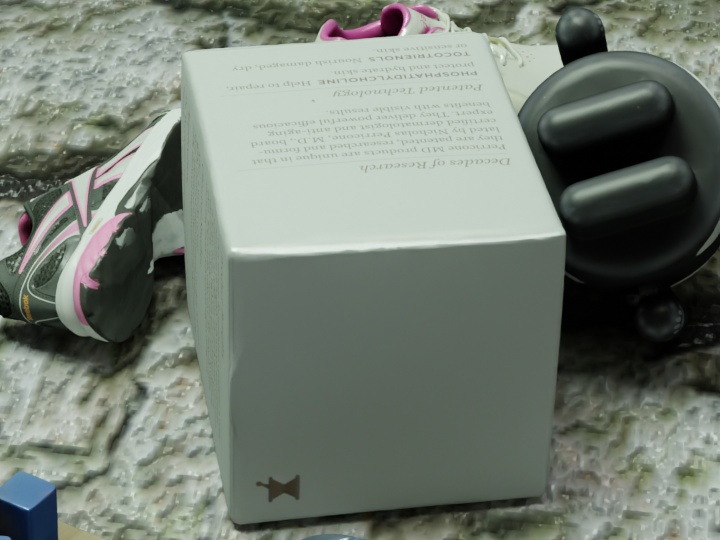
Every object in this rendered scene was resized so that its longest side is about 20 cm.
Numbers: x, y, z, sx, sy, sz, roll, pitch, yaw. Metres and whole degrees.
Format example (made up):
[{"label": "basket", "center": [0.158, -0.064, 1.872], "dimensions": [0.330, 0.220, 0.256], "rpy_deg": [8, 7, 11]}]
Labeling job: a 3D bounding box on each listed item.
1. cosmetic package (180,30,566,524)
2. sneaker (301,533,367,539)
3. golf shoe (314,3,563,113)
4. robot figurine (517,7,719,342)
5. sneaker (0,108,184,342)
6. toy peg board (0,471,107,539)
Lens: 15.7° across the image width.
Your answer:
[{"label": "cosmetic package", "center": [0.000, 0.000, 1.338], "dimensions": [0.166, 0.168, 0.200], "rpy_deg": [-4, 35, -9]}, {"label": "sneaker", "center": [0.018, 0.184, 1.156], "dimensions": [0.078, 0.066, 0.200], "rpy_deg": [-30, 45, -32]}, {"label": "golf shoe", "center": [0.055, -0.121, 1.591], "dimensions": [0.199, 0.092, 0.075], "rpy_deg": [-13, 35, -22]}, {"label": "robot figurine", "center": [0.141, -0.050, 1.408], "dimensions": [0.124, 0.151, 0.200], "rpy_deg": [23, -1, 10]}, {"label": "sneaker", "center": [-0.147, -0.033, 1.467], "dimensions": [0.086, 0.081, 0.200], "rpy_deg": [2, 27, 19]}, {"label": "toy peg board", "center": [-0.244, 0.127, 1.201], "dimensions": [0.199, 0.098, 0.200], "rpy_deg": [18, 38, 24]}]
